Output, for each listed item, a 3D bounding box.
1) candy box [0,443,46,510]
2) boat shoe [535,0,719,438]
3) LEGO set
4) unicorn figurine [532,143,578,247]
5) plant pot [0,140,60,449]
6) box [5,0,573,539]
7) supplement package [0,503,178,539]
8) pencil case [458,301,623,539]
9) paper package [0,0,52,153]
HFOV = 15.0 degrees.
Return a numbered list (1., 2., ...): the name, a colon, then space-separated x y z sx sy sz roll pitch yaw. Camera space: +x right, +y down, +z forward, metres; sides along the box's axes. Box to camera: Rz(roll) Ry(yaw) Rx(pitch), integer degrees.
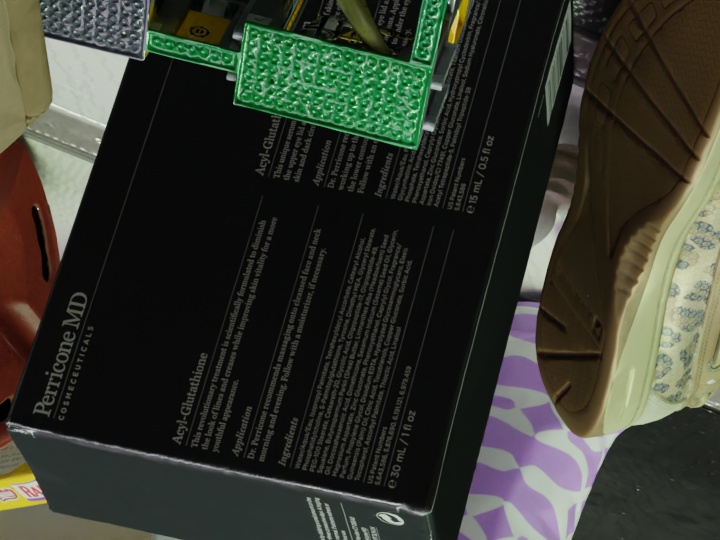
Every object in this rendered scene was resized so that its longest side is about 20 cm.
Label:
1. candy box: -0.139 0.063 1.247 0.199 0.102 0.026 -13 128 46
2. boat shoe: 0.111 -0.029 0.919 0.062 0.073 0.201 -6 137 -23
3. LEGO set: -0.031 -0.132 0.820 0.199 0.116 0.154 7 125 10
4. unicorn figurine: 0.115 0.005 1.031 0.199 0.074 0.138 1 145 -1
5. plant pot: -0.240 0.008 1.116 0.194 0.202 0.201 -6 148 23
6. box: -0.017 -0.010 0.909 0.140 0.201 0.079 12 155 10
7. supplement package: -0.111 0.116 1.319 0.199 0.122 0.120 -10 145 44
8. pencil case: 0.055 0.112 1.126 0.085 0.201 0.084 25 160 -6
9. paper package: -0.189 -0.119 0.739 0.200 0.103 0.191 36 151 25
